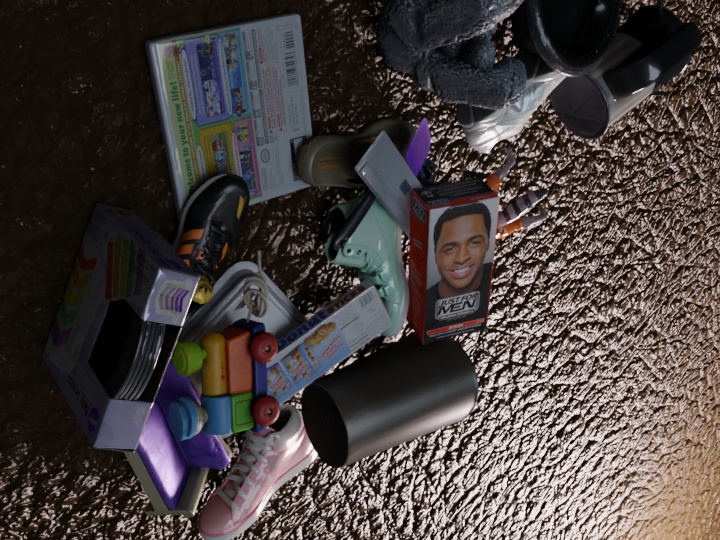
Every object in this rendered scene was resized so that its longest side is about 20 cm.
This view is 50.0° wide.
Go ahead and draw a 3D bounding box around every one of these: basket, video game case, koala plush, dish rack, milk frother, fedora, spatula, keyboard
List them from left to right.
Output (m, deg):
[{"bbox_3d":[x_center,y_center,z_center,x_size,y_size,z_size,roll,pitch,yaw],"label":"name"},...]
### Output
[{"bbox_3d":[-0.156,0.110,0.967,0.200,0.043,0.172,-47,130,-9],"label":"dish rack"},{"bbox_3d":[-0.138,-0.171,0.872,0.179,0.022,0.204,-21,122,-28],"label":"video game case"},{"bbox_3d":[0.030,0.174,1.039,0.197,0.179,0.139,-17,89,-35],"label":"basket"},{"bbox_3d":[0.029,-0.101,0.952,0.201,0.020,0.057,-49,148,-13],"label":"spatula"},{"bbox_3d":[0.050,-0.097,0.955,0.057,0.011,0.200,-57,147,-8],"label":"keyboard"},{"bbox_3d":[0.130,-0.327,0.935,0.202,0.180,0.179,-60,143,-26],"label":"koala plush"},{"bbox_3d":[0.259,-0.354,1.026,0.197,0.091,0.206,-3,94,-35],"label":"fedora"},{"bbox_3d":[0.364,-0.336,1.117,0.187,0.181,0.201,-36,84,-18],"label":"milk frother"}]

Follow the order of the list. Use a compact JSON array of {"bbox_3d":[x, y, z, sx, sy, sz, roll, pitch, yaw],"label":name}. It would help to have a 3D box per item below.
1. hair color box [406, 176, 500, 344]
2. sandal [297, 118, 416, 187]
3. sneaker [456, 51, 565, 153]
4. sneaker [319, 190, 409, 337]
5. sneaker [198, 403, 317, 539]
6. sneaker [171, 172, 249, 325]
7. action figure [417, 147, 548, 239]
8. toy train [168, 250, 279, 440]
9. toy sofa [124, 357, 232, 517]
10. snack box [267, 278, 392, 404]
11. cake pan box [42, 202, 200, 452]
[{"bbox_3d":[0.117,-0.010,1.005,0.099,0.061,0.204,-12,124,-16],"label":"hair color box"},{"bbox_3d":[0.008,-0.140,0.962,0.198,0.053,0.082,-18,120,-43],"label":"sandal"},{"bbox_3d":[0.220,-0.244,1.079,0.198,0.071,0.081,-36,140,-4],"label":"sneaker"},{"bbox_3d":[0.000,0.000,1.011,0.116,0.073,0.206,-16,109,-37],"label":"sneaker"},{"bbox_3d":[-0.145,0.256,1.016,0.199,0.075,0.106,-39,133,-26],"label":"sneaker"},{"bbox_3d":[-0.175,-0.007,0.852,0.069,0.090,0.201,27,104,-46],"label":"sneaker"},{"bbox_3d":[0.153,-0.080,1.068,0.192,0.105,0.201,-39,124,-3],"label":"action figure"},{"bbox_3d":[-0.158,0.084,0.858,0.114,0.084,0.206,-7,98,-40],"label":"toy train"},{"bbox_3d":[-0.226,0.189,0.892,0.095,0.084,0.203,-5,125,12],"label":"toy sofa"},{"bbox_3d":[-0.054,0.095,0.973,0.198,0.024,0.073,-35,127,-9],"label":"snack box"},{"bbox_3d":[-0.245,0.052,0.774,0.052,0.199,0.188,13,105,-41],"label":"cake pan box"}]
